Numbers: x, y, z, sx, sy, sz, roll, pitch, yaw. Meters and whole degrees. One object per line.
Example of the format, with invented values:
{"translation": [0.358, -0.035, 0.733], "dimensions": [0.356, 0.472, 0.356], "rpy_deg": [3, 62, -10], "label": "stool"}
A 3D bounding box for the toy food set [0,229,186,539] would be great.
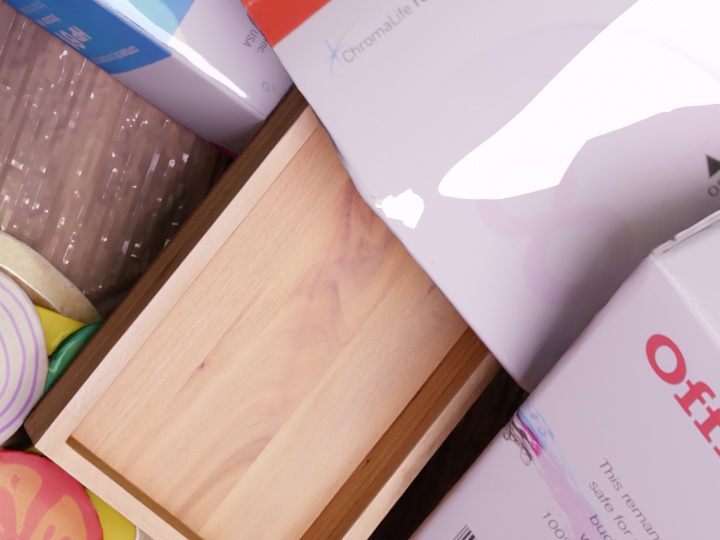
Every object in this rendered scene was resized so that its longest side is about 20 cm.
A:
{"translation": [-0.148, 0.070, 0.671], "dimensions": [0.199, 0.049, 0.200], "rpy_deg": [21, 77, -23], "label": "toy food set"}

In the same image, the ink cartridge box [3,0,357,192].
{"translation": [0.006, -0.096, 0.735], "dimensions": [0.199, 0.085, 0.145], "rpy_deg": [34, 76, -17], "label": "ink cartridge box"}

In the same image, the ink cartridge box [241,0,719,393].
{"translation": [0.049, -0.091, 0.613], "dimensions": [0.162, 0.057, 0.200], "rpy_deg": [-38, 109, 8], "label": "ink cartridge box"}

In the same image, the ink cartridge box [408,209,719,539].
{"translation": [0.126, 0.078, 0.637], "dimensions": [0.145, 0.200, 0.147], "rpy_deg": [-26, 71, -36], "label": "ink cartridge box"}

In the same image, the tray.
{"translation": [0.000, 0.000, 0.675], "dimensions": [0.098, 0.037, 0.200], "rpy_deg": [40, 86, -17], "label": "tray"}
